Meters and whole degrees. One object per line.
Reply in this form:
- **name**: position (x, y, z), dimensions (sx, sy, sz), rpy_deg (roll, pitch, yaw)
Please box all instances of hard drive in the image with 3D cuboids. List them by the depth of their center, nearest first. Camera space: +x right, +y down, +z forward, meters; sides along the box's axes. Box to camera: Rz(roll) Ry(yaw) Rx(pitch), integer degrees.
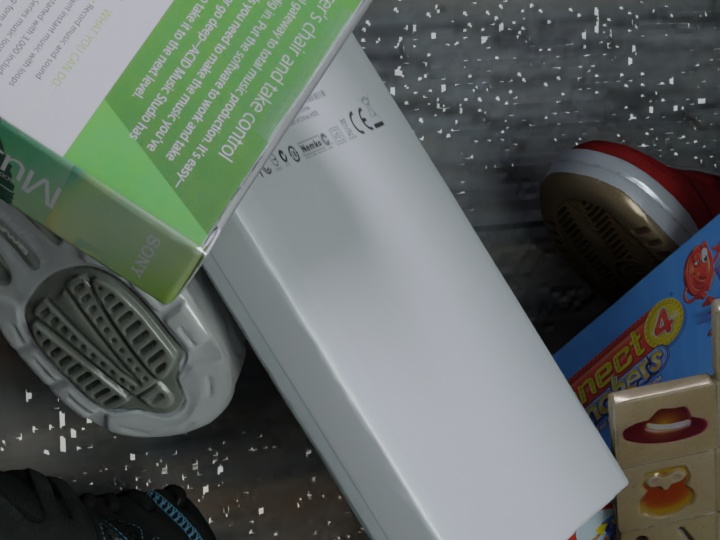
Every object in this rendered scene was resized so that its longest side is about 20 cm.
- **hard drive**: position (0.000, 0.000, 0.887), dimensions (0.200, 0.027, 0.132), rpy_deg (58, 26, 2)

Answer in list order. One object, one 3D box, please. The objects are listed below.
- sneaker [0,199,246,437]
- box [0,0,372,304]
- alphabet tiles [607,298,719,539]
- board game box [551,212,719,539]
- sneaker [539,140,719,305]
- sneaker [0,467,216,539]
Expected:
- **sneaker**: position (-0.098, -0.048, 0.881), dimensions (0.200, 0.078, 0.099), rpy_deg (54, 35, -15)
- **box**: position (-0.097, -0.100, 0.810), dimensions (0.200, 0.036, 0.145), rpy_deg (33, 56, 0)
- **alphabet tiles**: position (0.179, 0.053, 0.964), dimensions (0.199, 0.008, 0.167), rpy_deg (-11, 138, -3)
- **board game box**: position (0.172, 0.053, 1.009), dimensions (0.196, 0.200, 0.056), rpy_deg (27, 34, -35)
- **sneaker**: position (0.147, -0.020, 1.053), dimensions (0.200, 0.071, 0.113), rpy_deg (39, 76, -40)
- **sneaker**: position (-0.093, 0.092, 0.900), dimensions (0.200, 0.073, 0.082), rpy_deg (47, 52, -36)
